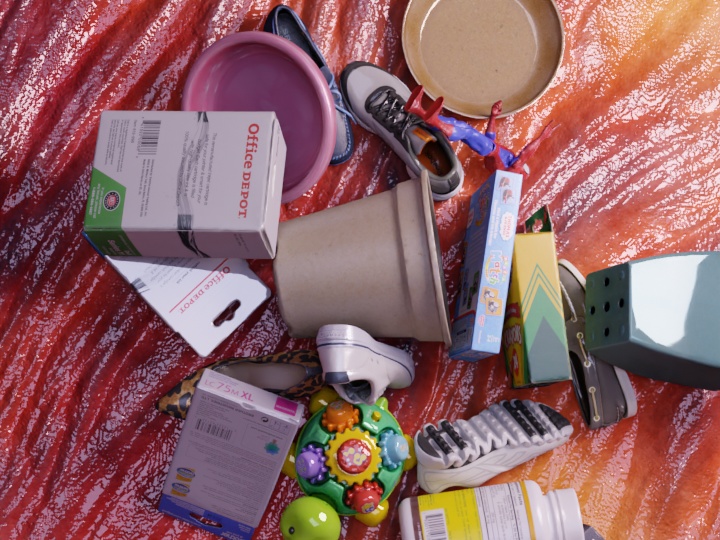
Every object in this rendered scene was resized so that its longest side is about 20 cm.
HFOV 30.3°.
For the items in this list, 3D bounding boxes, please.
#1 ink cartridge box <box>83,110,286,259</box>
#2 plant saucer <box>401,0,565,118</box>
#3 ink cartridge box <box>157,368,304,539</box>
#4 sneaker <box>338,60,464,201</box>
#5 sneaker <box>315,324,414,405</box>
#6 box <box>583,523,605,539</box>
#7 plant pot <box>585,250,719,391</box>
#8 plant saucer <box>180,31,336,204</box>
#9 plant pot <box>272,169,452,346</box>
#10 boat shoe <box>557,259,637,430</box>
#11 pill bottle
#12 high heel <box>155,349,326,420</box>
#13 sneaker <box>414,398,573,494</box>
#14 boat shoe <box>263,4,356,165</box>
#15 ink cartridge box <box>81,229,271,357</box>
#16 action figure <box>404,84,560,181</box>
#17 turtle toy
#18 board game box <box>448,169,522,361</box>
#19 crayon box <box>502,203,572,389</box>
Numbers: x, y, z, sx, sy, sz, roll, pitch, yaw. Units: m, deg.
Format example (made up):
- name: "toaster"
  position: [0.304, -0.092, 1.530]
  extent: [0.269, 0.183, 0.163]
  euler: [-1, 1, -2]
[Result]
- name: "ink cartridge box"
  position: [-0.187, -0.093, 1.453]
  extent: [0.199, 0.083, 0.147]
  euler: [2, 68, 9]
- name: "plant saucer"
  position: [0.147, -0.279, 1.616]
  extent: [0.199, 0.035, 0.201]
  euler: [1, 83, -5]
- name: "ink cartridge box"
  position: [-0.148, 0.211, 1.487]
  extent: [0.119, 0.042, 0.201]
  euler: [21, 121, -1]
- name: "sneaker"
  position: [0.054, -0.173, 1.573]
  extent: [0.074, 0.079, 0.200]
  euler: [-41, 86, -7]
- name: "sneaker"
  position: [0.002, 0.116, 1.479]
  extent: [0.073, 0.200, 0.071]
  euler: [-3, 73, 27]
- name: "box"
  position: [0.276, 0.418, 1.529]
  extent: [0.200, 0.048, 0.158]
  euler: [45, 82, 3]
- name: "plant pot"
  position: [0.361, 0.052, 1.504]
  extent: [0.199, 0.141, 0.142]
  euler: [7, 77, -24]
- name: "plant saucer"
  position: [-0.112, -0.175, 1.533]
  extent: [0.200, 0.051, 0.202]
  euler: [7, 107, 24]
- name: "plant pot"
  position: [0.000, 0.000, 1.502]
  extent: [0.182, 0.200, 0.202]
  euler: [-9, 83, 5]
- name: "boat shoe"
  position: [0.258, 0.087, 1.560]
  extent: [0.060, 0.072, 0.203]
  euler: [-23, 89, -12]
- name: "pill bottle"
  position: [0.147, 0.297, 1.493]
  extent: [0.199, 0.109, 0.110]
  euler: [-8, 83, 2]
- name: "high heel"
  position: [-0.134, 0.127, 1.484]
  extent: [0.199, 0.143, 0.072]
  euler: [-12, 83, -6]
- name: "sneaker"
  position: [0.152, 0.206, 1.542]
  extent: [0.199, 0.075, 0.081]
  euler: [-10, 126, -20]
- name: "boat shoe"
  position: [-0.069, -0.218, 1.572]
  extent: [0.084, 0.069, 0.201]
  euler: [-29, 86, -8]
- name: "ink cartridge box"
  position: [-0.209, -0.005, 1.533]
  extent: [0.116, 0.068, 0.200]
  euler: [-43, 87, -9]
- name: "action figure"
  position: [0.151, -0.171, 1.545]
  extent: [0.200, 0.065, 0.099]
  euler: [33, 95, -42]
- name: "turtle toy"
  position: [-0.022, 0.230, 1.501]
  extent: [0.145, 0.101, 0.201]
  euler: [31, 81, 0]
- name: "board game box"
  position: [0.141, -0.001, 1.521]
  extent: [0.036, 0.151, 0.201]
  euler: [8, 82, -4]
- name: "crayon box"
  position: [0.194, 0.033, 1.535]
  extent: [0.050, 0.127, 0.201]
  euler: [-5, 82, -5]
